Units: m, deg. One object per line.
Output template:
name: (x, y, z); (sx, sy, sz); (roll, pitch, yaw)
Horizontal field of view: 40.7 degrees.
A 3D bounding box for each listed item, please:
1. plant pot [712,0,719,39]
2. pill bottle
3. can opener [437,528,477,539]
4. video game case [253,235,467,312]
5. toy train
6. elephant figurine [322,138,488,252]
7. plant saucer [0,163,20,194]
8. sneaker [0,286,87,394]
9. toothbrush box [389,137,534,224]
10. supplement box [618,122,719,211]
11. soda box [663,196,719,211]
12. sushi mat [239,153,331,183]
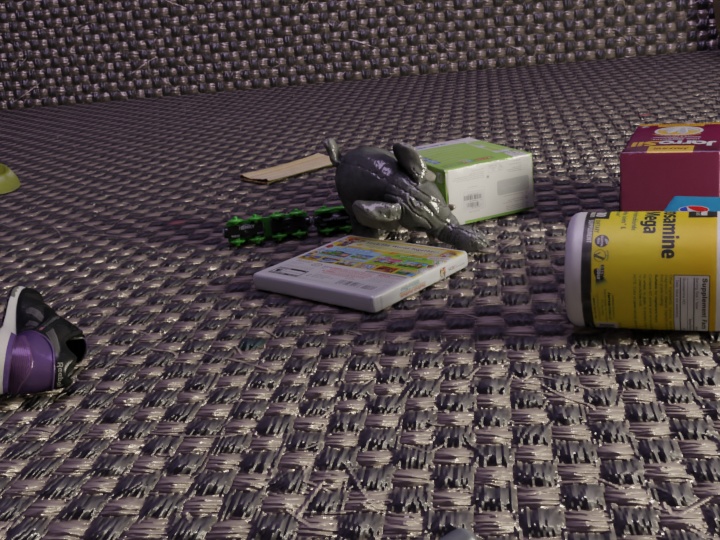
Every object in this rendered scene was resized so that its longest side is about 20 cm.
plant pot: (1.115, -0.698, 2.733); (0.196, 0.180, 0.200); (-4, 18, 3)
pill bottle: (0.301, 0.000, 0.930); (0.197, 0.114, 0.112); (1, 19, 20)
can opener: (0.004, 0.189, 0.531); (0.198, 0.068, 0.052); (-13, 17, -37)
video game case: (0.000, 0.000, 1.180); (0.198, 0.023, 0.181); (9, 23, 41)
toy train: (-0.100, -0.068, 1.397); (0.197, 0.042, 0.056); (-7, 8, -4)
elephant figurine: (0.056, -0.100, 1.270); (0.153, 0.144, 0.200); (-7, 13, -23)
plant saucer: (-0.784, -0.192, 1.941); (0.197, 0.032, 0.200); (8, 19, -3)
sneaker: (-0.325, 0.076, 0.998); (0.086, 0.077, 0.200); (5, 18, -15)
toothbrush box: (0.148, -0.137, 1.451); (0.144, 0.087, 0.200); (-13, 20, -19)
supplement box: (0.429, -0.133, 1.321); (0.129, 0.105, 0.200); (2, 20, 22)
soda box: (0.364, -0.028, 1.077); (0.067, 0.065, 0.200); (4, 20, 27)
sushi mat: (-0.128, -0.194, 1.840); (0.198, 0.012, 0.095); (-21, 24, -39)
